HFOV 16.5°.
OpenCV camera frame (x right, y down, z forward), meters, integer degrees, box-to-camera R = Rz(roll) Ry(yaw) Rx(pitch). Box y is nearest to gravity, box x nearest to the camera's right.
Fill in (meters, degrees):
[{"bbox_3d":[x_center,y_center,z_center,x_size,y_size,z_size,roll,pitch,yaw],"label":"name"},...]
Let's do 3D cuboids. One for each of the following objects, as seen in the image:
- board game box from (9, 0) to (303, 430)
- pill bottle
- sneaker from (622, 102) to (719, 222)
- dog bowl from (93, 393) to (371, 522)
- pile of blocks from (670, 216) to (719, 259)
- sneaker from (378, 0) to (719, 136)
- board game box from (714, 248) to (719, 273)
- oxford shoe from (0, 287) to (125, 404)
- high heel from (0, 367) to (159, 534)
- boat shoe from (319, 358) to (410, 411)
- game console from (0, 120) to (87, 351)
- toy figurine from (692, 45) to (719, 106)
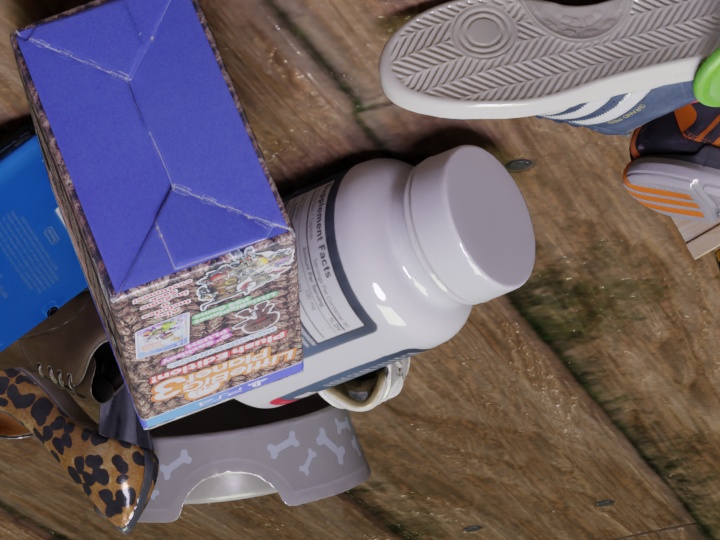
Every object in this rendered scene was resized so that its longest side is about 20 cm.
[{"bbox_3d":[-0.103,-0.032,1.308,0.097,0.160,0.200,-20,159,-8],"label":"board game box"},{"bbox_3d":[0.000,0.000,1.496,0.200,0.120,0.120,-22,154,33],"label":"pill bottle"},{"bbox_3d":[0.248,-0.078,1.362,0.200,0.112,0.078,13,164,22],"label":"sneaker"},{"bbox_3d":[-0.095,0.130,1.778,0.200,0.059,0.200,-7,-175,1],"label":"dog bowl"},{"bbox_3d":[0.258,-0.076,1.475,0.082,0.062,0.200,-27,175,-43],"label":"pile of blocks"},{"bbox_3d":[0.109,-0.102,1.331,0.200,0.075,0.085,-5,154,-3],"label":"sneaker"},{"bbox_3d":[0.342,-0.003,1.515,0.200,0.057,0.165,-32,136,19],"label":"board game box"},{"bbox_3d":[-0.195,0.048,1.608,0.200,0.085,0.073,-15,158,25],"label":"oxford shoe"},{"bbox_3d":[-0.224,0.132,1.725,0.200,0.143,0.071,-22,154,33],"label":"high heel"},{"bbox_3d":[-0.007,0.066,1.723,0.071,0.069,0.200,-14,158,10],"label":"boat shoe"},{"bbox_3d":[-0.255,-0.033,1.477,0.171,0.118,0.200,-37,159,-7],"label":"game console"},{"bbox_3d":[0.294,-0.069,1.253,0.200,0.184,0.150,-31,158,12],"label":"toy figurine"}]
